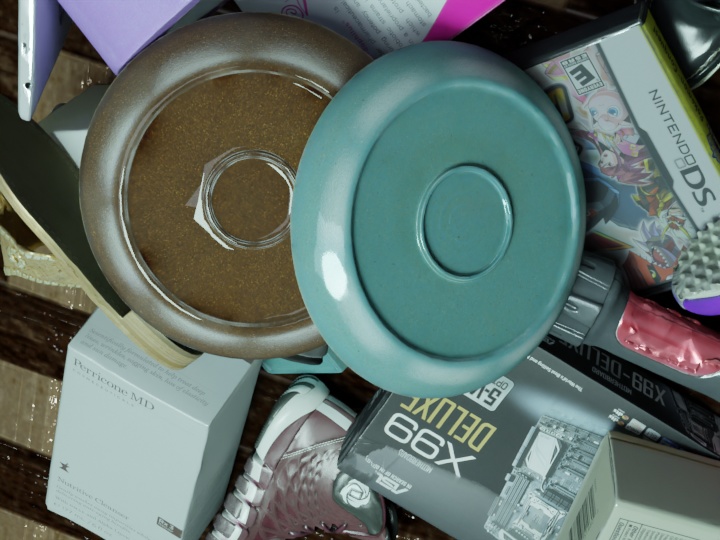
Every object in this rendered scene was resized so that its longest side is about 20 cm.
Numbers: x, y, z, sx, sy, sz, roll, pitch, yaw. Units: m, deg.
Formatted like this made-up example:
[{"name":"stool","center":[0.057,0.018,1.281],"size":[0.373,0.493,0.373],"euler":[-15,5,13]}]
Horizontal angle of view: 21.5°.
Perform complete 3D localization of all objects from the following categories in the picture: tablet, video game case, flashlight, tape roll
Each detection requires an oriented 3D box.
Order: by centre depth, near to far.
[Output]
[{"name":"tape roll","center":[-0.083,-0.200,1.101],"size":[0.200,0.200,0.066],"euler":[-36,95,30]},{"name":"flashlight","center":[0.201,0.042,1.148],"size":[0.199,0.068,0.068],"euler":[25,93,-2]},{"name":"video game case","center":[0.121,-0.051,1.154],"size":[0.199,0.026,0.181],"euler":[-19,120,28]},{"name":"tablet","center":[-0.187,-0.184,1.155],"size":[0.014,0.200,0.131],"euler":[4,115,-2]}]

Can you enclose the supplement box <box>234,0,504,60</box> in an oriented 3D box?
[{"name":"supplement box","center":[0.038,-0.188,1.115],"size":[0.199,0.103,0.101],"euler":[-33,98,28]}]

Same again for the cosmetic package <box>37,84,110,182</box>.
[{"name":"cosmetic package","center":[-0.101,-0.073,1.216],"size":[0.198,0.108,0.085],"euler":[-2,113,24]}]

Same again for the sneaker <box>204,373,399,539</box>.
[{"name":"sneaker","center":[-0.037,0.178,1.316],"size":[0.115,0.076,0.201],"euler":[29,118,5]}]

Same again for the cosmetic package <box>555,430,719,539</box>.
[{"name":"cosmetic package","center":[0.229,0.181,1.171],"size":[0.198,0.073,0.104],"euler":[16,123,-9]}]

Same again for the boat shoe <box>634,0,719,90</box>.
[{"name":"boat shoe","center":[0.203,-0.180,1.071],"size":[0.074,0.066,0.200],"euler":[31,121,4]}]

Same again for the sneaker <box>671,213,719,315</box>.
[{"name":"sneaker","center":[0.284,0.000,1.101],"size":[0.199,0.070,0.100],"euler":[-21,120,15]}]

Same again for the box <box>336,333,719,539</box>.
[{"name":"box","center":[0.108,0.111,1.221],"size":[0.199,0.050,0.158],"euler":[31,120,-7]}]

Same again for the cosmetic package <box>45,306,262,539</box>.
[{"name":"cosmetic package","center":[-0.142,0.107,1.286],"size":[0.112,0.081,0.201],"euler":[27,142,10]}]

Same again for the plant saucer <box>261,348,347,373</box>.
[{"name":"plant saucer","center":[-0.068,0.019,1.220],"size":[0.069,0.019,0.200],"euler":[-2,150,22]}]

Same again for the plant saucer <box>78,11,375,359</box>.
[{"name":"plant saucer","center":[-0.060,-0.042,1.066],"size":[0.198,0.032,0.202],"euler":[-1,105,-3]}]

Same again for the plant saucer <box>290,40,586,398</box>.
[{"name":"plant saucer","center":[0.053,-0.027,1.061],"size":[0.027,0.199,0.202],"euler":[8,120,57]}]

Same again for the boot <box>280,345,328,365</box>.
[{"name":"boot","center":[0.000,0.000,1.130],"size":[0.199,0.070,0.132],"euler":[25,101,-9]}]

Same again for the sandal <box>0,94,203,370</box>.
[{"name":"sandal","center":[-0.189,-0.009,1.174],"size":[0.069,0.078,0.212],"euler":[-35,105,26]}]
